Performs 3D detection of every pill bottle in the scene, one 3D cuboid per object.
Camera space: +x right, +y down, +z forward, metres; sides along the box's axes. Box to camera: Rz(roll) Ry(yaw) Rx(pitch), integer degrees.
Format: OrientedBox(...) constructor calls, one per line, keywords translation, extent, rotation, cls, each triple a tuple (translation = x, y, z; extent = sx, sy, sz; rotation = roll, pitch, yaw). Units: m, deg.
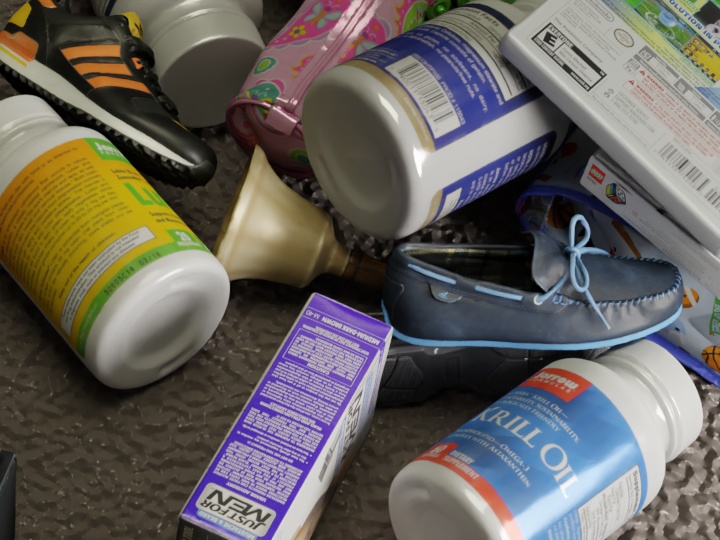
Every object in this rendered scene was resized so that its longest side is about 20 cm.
OrientedBox(translation=(-0.187, -0.025, 1.618), extent=(0.111, 0.112, 0.200), rotation=(-27, 58, -28), cls="pill bottle")
OrientedBox(translation=(0.123, 0.125, 1.535), extent=(0.199, 0.113, 0.112), rotation=(-33, 61, -32), cls="pill bottle")
OrientedBox(translation=(0.071, -0.113, 1.625), extent=(0.199, 0.120, 0.120), rotation=(-28, 58, -31), cls="pill bottle")
OrientedBox(translation=(-0.139, -0.207, 1.781), extent=(0.119, 0.120, 0.201), rotation=(-12, 52, -19), cls="pill bottle")

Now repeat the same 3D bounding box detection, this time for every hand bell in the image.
OrientedBox(translation=(0.000, 0.000, 1.660), extent=(0.199, 0.104, 0.105), rotation=(22, 48, -6), cls="hand bell")

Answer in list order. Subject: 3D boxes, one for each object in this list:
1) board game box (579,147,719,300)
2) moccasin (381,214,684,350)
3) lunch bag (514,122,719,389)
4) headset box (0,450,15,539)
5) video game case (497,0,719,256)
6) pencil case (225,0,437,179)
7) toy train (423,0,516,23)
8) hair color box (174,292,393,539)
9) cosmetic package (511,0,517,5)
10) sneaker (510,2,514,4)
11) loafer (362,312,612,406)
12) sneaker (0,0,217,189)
OrientedBox(translation=(0.256, -0.078, 1.625), extent=(0.126, 0.035, 0.200), rotation=(41, 54, 16), cls="board game box")
OrientedBox(translation=(0.114, 0.010, 1.562), extent=(0.198, 0.069, 0.081), rotation=(-5, 30, -8), cls="moccasin")
OrientedBox(translation=(0.227, -0.042, 1.693), extent=(0.199, 0.124, 0.170), rotation=(33, 53, 10), cls="lunch bag")
OrientedBox(translation=(-0.311, 0.177, 1.422), extent=(0.198, 0.093, 0.175), rotation=(16, 49, 5), cls="headset box")
OrientedBox(translation=(0.215, -0.128, 1.597), extent=(0.200, 0.022, 0.182), rotation=(44, 54, 8), cls="video game case")
OrientedBox(translation=(-0.016, -0.159, 1.716), extent=(0.087, 0.088, 0.201), rotation=(27, 61, 15), cls="pencil case")
OrientedBox(translation=(0.066, -0.202, 1.851), extent=(0.199, 0.057, 0.042), rotation=(-20, 51, -25), cls="toy train")
OrientedBox(translation=(-0.050, 0.124, 1.509), extent=(0.064, 0.110, 0.201), rotation=(24, 50, 10), cls="hair color box")
OrientedBox(translation=(0.097, -0.130, 1.741), extent=(0.199, 0.083, 0.051), rotation=(-37, 17, -17), cls="cosmetic package")
OrientedBox(translation=(0.063, -0.143, 1.805), extent=(0.199, 0.074, 0.087), rotation=(-28, 25, -20), cls="sneaker")
OrientedBox(translation=(0.075, 0.045, 1.628), extent=(0.198, 0.072, 0.063), rotation=(-5, 46, -9), cls="loafer")
OrientedBox(translation=(-0.168, -0.136, 1.678), extent=(0.199, 0.070, 0.090), rotation=(31, 79, 24), cls="sneaker")
